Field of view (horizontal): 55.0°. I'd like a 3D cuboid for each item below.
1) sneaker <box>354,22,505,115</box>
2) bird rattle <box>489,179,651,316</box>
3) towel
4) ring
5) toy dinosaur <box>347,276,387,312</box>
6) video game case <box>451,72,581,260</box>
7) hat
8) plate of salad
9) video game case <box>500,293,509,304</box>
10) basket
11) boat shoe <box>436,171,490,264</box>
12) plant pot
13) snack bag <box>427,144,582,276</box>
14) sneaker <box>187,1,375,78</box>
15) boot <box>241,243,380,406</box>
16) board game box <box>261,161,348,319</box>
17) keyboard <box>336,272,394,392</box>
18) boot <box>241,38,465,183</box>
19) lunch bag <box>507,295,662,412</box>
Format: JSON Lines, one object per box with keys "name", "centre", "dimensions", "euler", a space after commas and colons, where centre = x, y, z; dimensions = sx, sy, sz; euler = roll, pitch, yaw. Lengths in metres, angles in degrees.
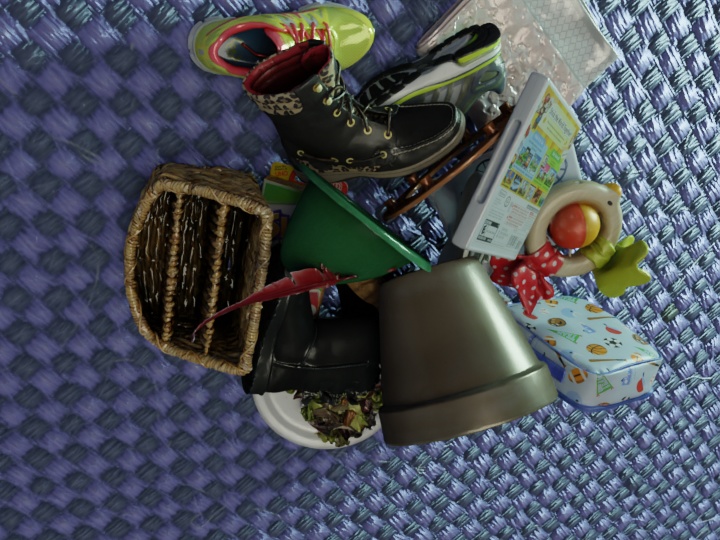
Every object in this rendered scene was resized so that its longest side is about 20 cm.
{"name": "sneaker", "centre": [0.075, -0.193, 0.779], "dimensions": [0.199, 0.074, 0.081], "euler": [-23, 126, 16]}
{"name": "bird rattle", "centre": [0.266, -0.038, 0.899], "dimensions": [0.199, 0.113, 0.164], "euler": [-3, 113, 2]}
{"name": "towel", "centre": [0.192, -0.259, 0.827], "dimensions": [0.191, 0.032, 0.200], "euler": [-44, 117, 5]}
{"name": "ring", "centre": [0.098, -0.124, 0.770], "dimensions": [0.200, 0.200, 0.019], "euler": [-39, 98, 2]}
{"name": "toy dinosaur", "centre": [0.000, 0.000, 0.842], "dimensions": [0.200, 0.060, 0.106], "euler": [40, 99, -17]}
{"name": "video game case", "centre": [0.177, -0.102, 0.759], "dimensions": [0.200, 0.023, 0.183], "euler": [5, 111, -63]}
{"name": "hat", "centre": [-0.053, 0.006, 0.701], "dimensions": [0.200, 0.166, 0.176], "euler": [34, 96, -32]}
{"name": "plate of salad", "centre": [-0.044, 0.156, 0.909], "dimensions": [0.199, 0.048, 0.201], "euler": [-1, 111, -4]}
{"name": "video game case", "centre": [0.120, 0.115, 0.932], "dimensions": [0.143, 0.017, 0.201], "euler": [8, 116, -60]}
{"name": "basket", "centre": [-0.184, -0.005, 0.753], "dimensions": [0.142, 0.149, 0.201], "euler": [5, 112, -20]}
{"name": "boat shoe", "centre": [0.142, -0.024, 0.866], "dimensions": [0.061, 0.073, 0.201], "euler": [8, 117, -15]}
{"name": "plant pot", "centre": [0.099, 0.083, 0.780], "dimensions": [0.199, 0.200, 0.174], "euler": [-15, 84, -11]}
{"name": "snack bag", "centre": [0.196, -0.083, 0.898], "dimensions": [0.199, 0.021, 0.189], "euler": [-27, 127, 3]}
{"name": "sneaker", "centre": [-0.075, -0.231, 0.721], "dimensions": [0.199, 0.090, 0.079], "euler": [-13, 115, -13]}
{"name": "boot", "centre": [-0.043, 0.067, 0.801], "dimensions": [0.162, 0.073, 0.199], "euler": [5, 112, -26]}
{"name": "board game box", "centre": [-0.081, -0.021, 0.820], "dimensions": [0.095, 0.030, 0.201], "euler": [17, 111, 5]}
{"name": "keyboard", "centre": [0.035, 0.073, 0.927], "dimensions": [0.104, 0.040, 0.201], "euler": [-12, 112, 2]}
{"name": "boot", "centre": [-0.007, -0.161, 0.696], "dimensions": [0.199, 0.074, 0.151], "euler": [-6, 150, 23]}
{"name": "lunch bag", "centre": [0.282, 0.105, 0.925], "dimensions": [0.160, 0.200, 0.076], "euler": [-9, 118, -28]}
